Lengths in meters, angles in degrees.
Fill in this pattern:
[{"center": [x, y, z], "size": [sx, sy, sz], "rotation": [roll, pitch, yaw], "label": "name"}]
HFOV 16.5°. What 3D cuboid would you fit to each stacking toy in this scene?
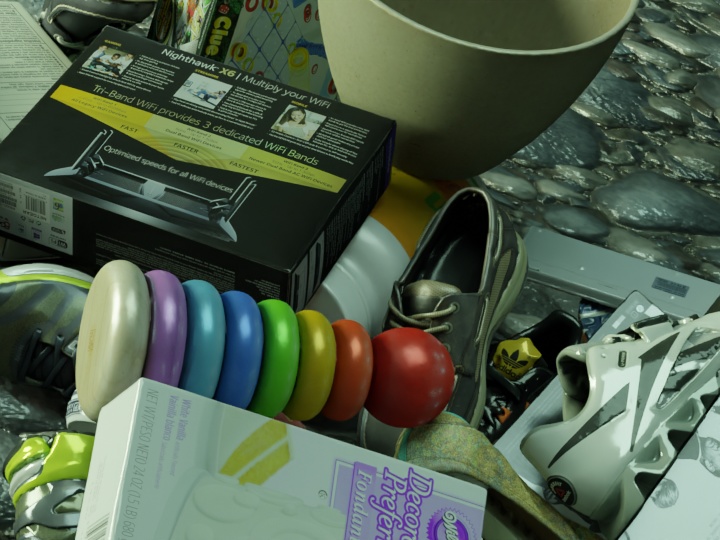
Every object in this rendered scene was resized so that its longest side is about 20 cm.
[{"center": [-0.045, 0.051, 1.308], "size": [0.199, 0.086, 0.085], "rotation": [10, 32, -18], "label": "stacking toy"}]

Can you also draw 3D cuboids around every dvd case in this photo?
[{"center": [0.188, 0.126, 1.429], "size": [0.200, 0.025, 0.150], "rotation": [41, 66, 9], "label": "dvd case"}]

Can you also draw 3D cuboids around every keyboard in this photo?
[{"center": [0.192, 0.016, 1.556], "size": [0.199, 0.011, 0.056], "rotation": [18, 32, 12], "label": "keyboard"}]

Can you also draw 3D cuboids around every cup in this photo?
[{"center": [0.059, -0.142, 1.540], "size": [0.200, 0.144, 0.201], "rotation": [9, 41, -8], "label": "cup"}]

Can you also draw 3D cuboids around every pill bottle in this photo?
[{"center": [0.000, 0.000, 1.544], "size": [0.111, 0.111, 0.200], "rotation": [29, 31, 13], "label": "pill bottle"}]

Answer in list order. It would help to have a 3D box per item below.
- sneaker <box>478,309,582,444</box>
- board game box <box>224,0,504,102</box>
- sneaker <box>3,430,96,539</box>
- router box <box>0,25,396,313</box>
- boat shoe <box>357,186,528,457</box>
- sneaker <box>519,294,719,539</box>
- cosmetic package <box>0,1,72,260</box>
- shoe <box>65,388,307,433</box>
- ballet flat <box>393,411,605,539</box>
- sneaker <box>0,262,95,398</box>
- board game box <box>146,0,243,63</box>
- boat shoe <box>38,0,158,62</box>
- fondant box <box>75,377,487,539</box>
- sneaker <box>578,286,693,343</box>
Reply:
[{"center": [0.071, 0.082, 1.475], "size": [0.070, 0.090, 0.200], "rotation": [31, 31, 18], "label": "sneaker"}, {"center": [-0.011, -0.137, 1.672], "size": [0.195, 0.200, 0.056], "rotation": [16, 29, -7], "label": "board game box"}, {"center": [-0.092, 0.149, 1.288], "size": [0.199, 0.074, 0.081], "rotation": [14, 53, -18], "label": "sneaker"}, {"center": [-0.100, -0.057, 1.460], "size": [0.199, 0.052, 0.157], "rotation": [19, 43, 15], "label": "router box"}, {"center": [0.038, 0.034, 1.433], "size": [0.074, 0.073, 0.200], "rotation": [2, 50, 23], "label": "boat shoe"}, {"center": [0.161, 0.055, 1.390], "size": [0.088, 0.074, 0.200], "rotation": [37, 50, 9], "label": "sneaker"}, {"center": [-0.225, -0.093, 1.595], "size": [0.105, 0.071, 0.200], "rotation": [-4, 38, -37], "label": "cosmetic package"}, {"center": [-0.057, 0.079, 1.367], "size": [0.200, 0.071, 0.091], "rotation": [23, 68, -13], "label": "shoe"}, {"center": [0.093, 0.160, 1.352], "size": [0.200, 0.071, 0.071], "rotation": [43, 29, -7], "label": "ballet flat"}, {"center": [-0.146, 0.052, 1.413], "size": [0.199, 0.074, 0.081], "rotation": [8, 36, -18], "label": "sneaker"}, {"center": [-0.114, -0.149, 1.628], "size": [0.023, 0.200, 0.105], "rotation": [5, 34, -26], "label": "board game box"}, {"center": [-0.181, -0.165, 1.671], "size": [0.072, 0.063, 0.200], "rotation": [13, 1, -14], "label": "boat shoe"}, {"center": [-0.042, 0.153, 1.230], "size": [0.199, 0.058, 0.145], "rotation": [20, 62, -22], "label": "fondant box"}, {"center": [0.170, 0.085, 1.540], "size": [0.077, 0.085, 0.200], "rotation": [4, 42, -7], "label": "sneaker"}]
